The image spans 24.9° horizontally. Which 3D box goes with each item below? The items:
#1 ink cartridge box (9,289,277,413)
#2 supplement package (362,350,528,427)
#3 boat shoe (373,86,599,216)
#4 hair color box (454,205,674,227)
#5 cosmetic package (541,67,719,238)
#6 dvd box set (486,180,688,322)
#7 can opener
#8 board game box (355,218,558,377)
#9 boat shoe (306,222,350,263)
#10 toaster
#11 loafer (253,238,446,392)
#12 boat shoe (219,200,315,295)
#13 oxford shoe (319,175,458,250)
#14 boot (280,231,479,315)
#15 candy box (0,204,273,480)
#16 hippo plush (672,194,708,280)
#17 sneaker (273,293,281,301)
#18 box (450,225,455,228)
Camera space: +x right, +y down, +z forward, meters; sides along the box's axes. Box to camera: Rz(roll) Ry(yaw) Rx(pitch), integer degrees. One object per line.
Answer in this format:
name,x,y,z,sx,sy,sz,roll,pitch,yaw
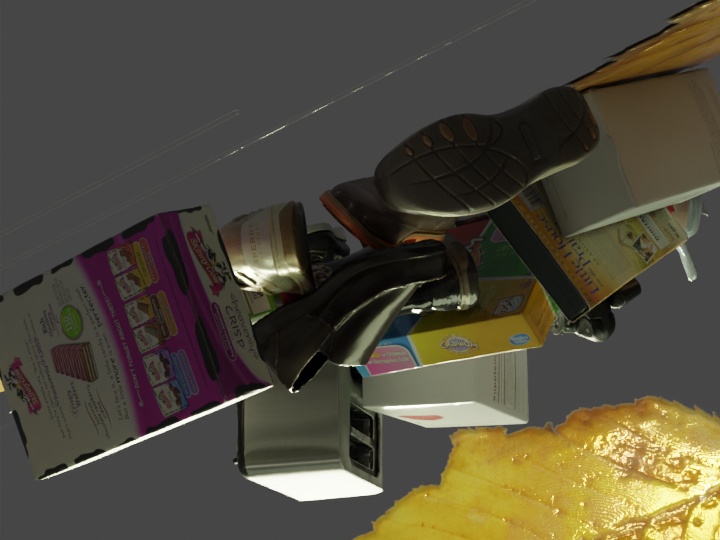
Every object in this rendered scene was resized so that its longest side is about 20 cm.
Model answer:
ink cartridge box,-0.191,0.045,1.360,0.199,0.076,0.148,-17,175,-34
supplement package,0.088,0.090,1.656,0.120,0.121,0.200,-4,168,20
boat shoe,0.089,-0.078,1.208,0.199,0.075,0.073,-17,174,-32
hair color box,0.190,-0.068,1.585,0.199,0.112,0.064,-25,174,33
cosmetic package,0.240,-0.104,1.404,0.085,0.108,0.199,-24,173,43
dvd box set,0.194,-0.049,1.423,0.029,0.147,0.200,-42,172,39
can opener,0.173,0.020,1.507,0.078,0.064,0.200,-13,-164,-30
board game box,0.096,0.018,1.475,0.199,0.040,0.153,-13,-146,37
boat shoe,-0.050,-0.005,1.529,0.073,0.061,0.200,-20,176,10
toaster,-0.051,0.126,1.637,0.118,0.182,0.200,-6,162,17
loafer,-0.001,0.037,1.271,0.200,0.072,0.073,-32,167,40
boat shoe,-0.073,-0.015,1.266,0.064,0.073,0.200,-9,176,2
oxford shoe,0.030,-0.062,1.310,0.073,0.071,0.200,-50,164,17
boot,0.000,0.000,1.438,0.150,0.074,0.200,-16,-152,-19
candy box,-0.169,0.053,1.151,0.199,0.137,0.061,-23,174,34
hippo plush,0.272,-0.099,1.673,0.160,0.160,0.200,9,169,18
sneaker,-0.053,0.018,1.706,0.075,0.077,0.200,-21,174,24
box,0.102,-0.023,1.775,0.199,0.044,0.160,-24,-162,32
